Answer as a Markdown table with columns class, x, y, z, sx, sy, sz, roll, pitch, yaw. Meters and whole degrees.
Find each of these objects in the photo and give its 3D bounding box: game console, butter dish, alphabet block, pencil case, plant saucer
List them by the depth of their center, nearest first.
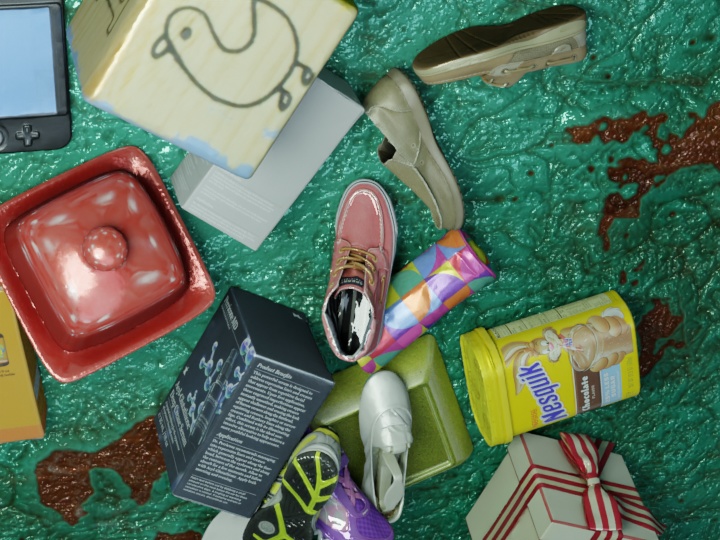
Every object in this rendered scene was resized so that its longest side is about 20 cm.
| class | x | y | z | sx | sy | sz | roll | pitch | yaw |
| --- | --- | --- | --- | --- | --- | --- | --- | --- | --- |
| alphabet block | -0.148 | -0.242 | 1.477 | 0.195 | 0.197 | 0.200 | 24 | 110 | -29 |
| game console | -0.369 | -0.185 | 1.489 | 0.175 | 0.117 | 0.201 | -5 | 121 | -14 |
| butter dish | -0.263 | -0.015 | 1.550 | 0.199 | 0.148 | 0.200 | -28 | 90 | -15 |
| pencil case | 0.060 | 0.035 | 1.767 | 0.200 | 0.089 | 0.088 | -37 | 123 | 9 |
| plant saucer | 0.031 | 0.201 | 1.871 | 0.199 | 0.048 | 0.201 | -23 | 123 | -3 |

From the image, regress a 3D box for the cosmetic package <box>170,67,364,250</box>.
| class | x | y | z | sx | sy | sz | roll | pitch | yaw |
| --- | --- | --- | --- | --- | --- | --- | --- | --- | --- |
| cosmetic package | -0.100 | -0.134 | 1.619 | 0.107 | 0.090 | 0.200 | 33 | 103 | -29 |

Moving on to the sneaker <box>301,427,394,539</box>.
| class | x | y | z | sx | sy | sz | roll | pitch | yaw |
| --- | --- | --- | --- | --- | --- | --- | --- | --- | --- |
| sneaker | -0.036 | 0.252 | 1.800 | 0.200 | 0.080 | 0.089 | 41 | 127 | 12 |

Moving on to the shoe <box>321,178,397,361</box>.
| class | x | y | z | sx | sy | sz | roll | pitch | yaw |
| --- | --- | --- | --- | --- | --- | --- | --- | --- | --- |
| shoe | 0.000 | 0.000 | 1.681 | 0.071 | 0.091 | 0.201 | 4 | 94 | 6 |

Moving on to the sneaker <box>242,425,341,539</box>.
| class | x | y | z | sx | sy | sz | roll | pitch | yaw |
| --- | --- | --- | --- | --- | --- | --- | --- | --- | --- |
| sneaker | -0.069 | 0.258 | 1.742 | 0.075 | 0.077 | 0.200 | 32 | 126 | -4 |

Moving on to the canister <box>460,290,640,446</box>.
| class | x | y | z | sx | sy | sz | roll | pitch | yaw |
| --- | --- | --- | --- | --- | --- | --- | --- | --- | --- |
| canister | 0.233 | 0.116 | 1.862 | 0.199 | 0.087 | 0.149 | -17 | 123 | -8 |

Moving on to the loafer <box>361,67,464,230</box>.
| class | x | y | z | sx | sy | sz | roll | pitch | yaw |
| --- | --- | --- | --- | --- | --- | --- | --- | --- | --- |
| loafer | 0.055 | -0.125 | 1.680 | 0.067 | 0.076 | 0.201 | -25 | 113 | 0 |

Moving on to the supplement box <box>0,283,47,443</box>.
| class | x | y | z | sx | sy | sz | roll | pitch | yaw |
| --- | --- | --- | --- | --- | --- | --- | --- | --- | --- |
| supplement box | -0.391 | 0.090 | 1.666 | 0.066 | 0.069 | 0.201 | -6 | 123 | -2 |

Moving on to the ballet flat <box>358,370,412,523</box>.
| class | x | y | z | sx | sy | sz | roll | pitch | yaw |
| --- | --- | --- | --- | --- | --- | --- | --- | --- | --- |
| ballet flat | 0.035 | 0.214 | 1.812 | 0.069 | 0.070 | 0.201 | -5 | 120 | -14 |

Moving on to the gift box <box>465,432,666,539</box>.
| class | x | y | z | sx | sy | sz | roll | pitch | yaw |
| --- | --- | --- | --- | --- | --- | --- | --- | --- | --- |
| gift box | 0.266 | 0.317 | 1.937 | 0.199 | 0.185 | 0.187 | 11 | 124 | -26 |

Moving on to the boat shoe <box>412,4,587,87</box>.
| class | x | y | z | sx | sy | sz | roll | pitch | yaw |
| --- | --- | --- | --- | --- | --- | --- | --- | --- | --- |
| boat shoe | 0.154 | -0.228 | 1.648 | 0.199 | 0.071 | 0.065 | -16 | 122 | -9 |

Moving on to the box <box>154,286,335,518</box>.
| class | x | y | z | sx | sy | sz | roll | pitch | yaw |
| --- | --- | --- | --- | --- | --- | --- | --- | --- | --- |
| box | -0.135 | 0.149 | 1.731 | 0.107 | 0.149 | 0.201 | 22 | 110 | -27 |

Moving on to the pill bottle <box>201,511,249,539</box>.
| class | x | y | z | sx | sy | sz | roll | pitch | yaw |
| --- | --- | --- | --- | --- | --- | --- | --- | --- | --- |
| pill bottle | -0.098 | 0.379 | 1.896 | 0.113 | 0.113 | 0.200 | -41 | 122 | 9 |
